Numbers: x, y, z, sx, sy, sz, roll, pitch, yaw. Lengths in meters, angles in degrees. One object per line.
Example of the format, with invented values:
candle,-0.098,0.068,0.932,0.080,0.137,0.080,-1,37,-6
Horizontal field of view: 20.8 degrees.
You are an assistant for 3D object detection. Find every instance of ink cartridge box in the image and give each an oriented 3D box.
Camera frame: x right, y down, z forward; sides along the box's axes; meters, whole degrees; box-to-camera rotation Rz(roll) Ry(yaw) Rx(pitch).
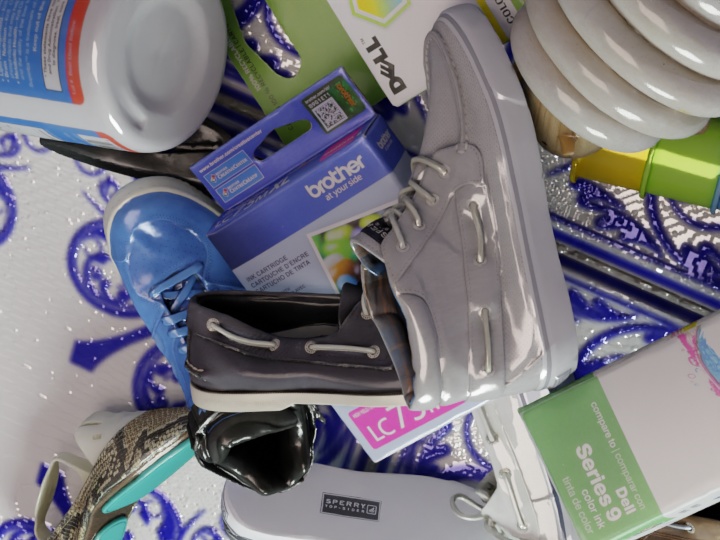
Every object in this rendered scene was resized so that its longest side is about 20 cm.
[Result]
ink cartridge box,0.000,0.000,1.095,0.119,0.042,0.201,-30,102,26
ink cartridge box,-0.008,-0.159,1.079,0.199,0.076,0.148,-30,99,25
ink cartridge box,0.199,0.067,1.027,0.199,0.145,0.088,-29,78,12

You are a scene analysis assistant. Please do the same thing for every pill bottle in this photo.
pill bottle,-0.182,-0.133,1.112,0.199,0.112,0.113,11,115,35

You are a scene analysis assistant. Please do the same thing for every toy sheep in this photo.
toy sheep,0.149,-0.130,0.965,0.138,0.138,0.200,38,122,1

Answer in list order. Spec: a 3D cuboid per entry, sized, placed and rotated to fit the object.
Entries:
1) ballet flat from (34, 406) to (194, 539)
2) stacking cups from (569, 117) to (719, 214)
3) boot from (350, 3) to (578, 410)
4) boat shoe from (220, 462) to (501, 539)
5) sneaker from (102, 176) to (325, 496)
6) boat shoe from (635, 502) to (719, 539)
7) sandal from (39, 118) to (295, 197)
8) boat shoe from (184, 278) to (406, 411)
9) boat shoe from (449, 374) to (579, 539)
ballet flat,-0.168,0.139,1.262,0.075,0.068,0.200,46,121,15
stacking cups,0.216,-0.055,1.060,0.198,0.061,0.061,13,114,8
boot,0.040,-0.031,0.987,0.095,0.074,0.202,-12,81,-14
boat shoe,0.010,0.168,1.210,0.198,0.072,0.068,10,148,0
sneaker,-0.081,0.045,1.129,0.076,0.111,0.201,-24,126,-1
boat shoe,0.238,0.140,1.114,0.198,0.072,0.073,-15,104,23
sandal,-0.089,-0.070,1.155,0.198,0.075,0.048,10,85,10
boat shoe,-0.001,0.033,1.046,0.198,0.073,0.063,-6,107,13
boat shoe,0.097,0.130,1.157,0.085,0.075,0.204,-15,101,23
